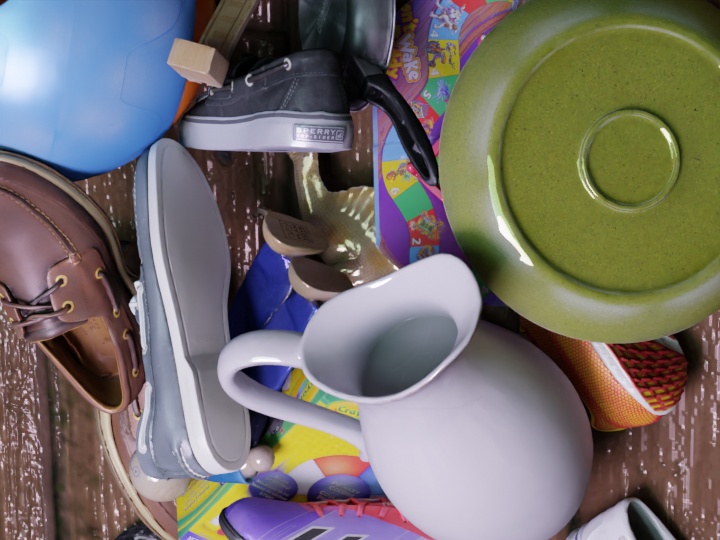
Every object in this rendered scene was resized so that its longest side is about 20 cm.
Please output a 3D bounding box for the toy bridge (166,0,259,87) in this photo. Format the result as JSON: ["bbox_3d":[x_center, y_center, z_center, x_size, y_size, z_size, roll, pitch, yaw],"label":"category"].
[{"bbox_3d":[-0.063,-0.200,1.627,0.027,0.067,0.200,13,81,16],"label":"toy bridge"}]

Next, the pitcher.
[{"bbox_3d":[0.029,0.080,1.594,0.171,0.121,0.200,-7,147,27],"label":"pitcher"}]

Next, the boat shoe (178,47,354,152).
[{"bbox_3d":[-0.052,-0.097,1.634,0.200,0.069,0.057,-174,85,-67],"label":"boat shoe"}]

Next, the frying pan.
[{"bbox_3d":[-0.003,-0.114,1.618,0.115,0.031,0.190,132,133,-59],"label":"frying pan"}]

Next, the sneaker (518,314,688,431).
[{"bbox_3d":[0.108,0.006,1.634,0.077,0.073,0.200,-30,88,48],"label":"sneaker"}]

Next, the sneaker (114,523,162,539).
[{"bbox_3d":[-0.095,0.231,1.830,0.200,0.074,0.081,28,159,36],"label":"sneaker"}]

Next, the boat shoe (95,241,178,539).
[{"bbox_3d":[-0.124,0.077,1.783,0.067,0.072,0.200,-13,99,33],"label":"boat shoe"}]

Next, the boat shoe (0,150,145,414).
[{"bbox_3d":[-0.175,0.008,1.656,0.072,0.068,0.200,-10,138,25],"label":"boat shoe"}]

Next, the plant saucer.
[{"bbox_3d":[0.143,-0.060,1.537,0.200,0.031,0.200,0,91,-8],"label":"plant saucer"}]

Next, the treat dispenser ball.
[{"bbox_3d":[-0.185,-0.151,1.661,0.201,0.201,0.201,11,113,26],"label":"treat dispenser ball"}]

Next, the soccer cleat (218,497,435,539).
[{"bbox_3d":[0.010,0.160,1.700,0.200,0.068,0.073,20,112,-26],"label":"soccer cleat"}]

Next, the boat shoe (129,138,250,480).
[{"bbox_3d":[-0.113,0.024,1.641,0.062,0.073,0.200,-17,76,29],"label":"boat shoe"}]

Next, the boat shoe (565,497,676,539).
[{"bbox_3d":[0.196,0.222,1.660,0.200,0.074,0.067,48,127,7],"label":"boat shoe"}]

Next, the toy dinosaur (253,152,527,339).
[{"bbox_3d":[0.000,0.000,1.700,0.200,0.058,0.101,47,123,7],"label":"toy dinosaur"}]

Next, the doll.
[{"bbox_3d":[-0.079,0.060,1.696,0.200,0.048,0.137,-57,43,27],"label":"doll"}]

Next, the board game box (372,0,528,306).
[{"bbox_3d":[0.074,-0.082,1.580,0.158,0.039,0.200,-5,78,20],"label":"board game box"}]

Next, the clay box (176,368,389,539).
[{"bbox_3d":[-0.010,0.112,1.719,0.115,0.048,0.200,24,130,-27],"label":"clay box"}]
